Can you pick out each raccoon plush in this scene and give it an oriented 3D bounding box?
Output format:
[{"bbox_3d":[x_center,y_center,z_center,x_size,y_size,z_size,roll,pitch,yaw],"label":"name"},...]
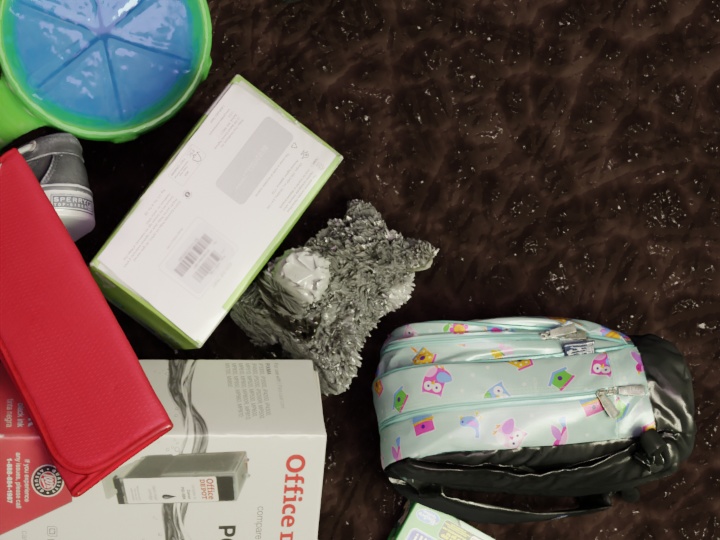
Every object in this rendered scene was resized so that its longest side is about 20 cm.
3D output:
[{"bbox_3d":[0.000,0.000,1.203,0.097,0.200,0.134,43,71,-3],"label":"raccoon plush"}]

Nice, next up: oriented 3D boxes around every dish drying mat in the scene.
[{"bbox_3d":[-0.184,0.028,1.090,0.077,0.018,0.200,-36,69,13],"label":"dish drying mat"}]

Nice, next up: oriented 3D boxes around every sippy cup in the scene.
[{"bbox_3d":[-0.169,-0.145,1.219,0.178,0.130,0.140,-6,87,-10],"label":"sippy cup"}]

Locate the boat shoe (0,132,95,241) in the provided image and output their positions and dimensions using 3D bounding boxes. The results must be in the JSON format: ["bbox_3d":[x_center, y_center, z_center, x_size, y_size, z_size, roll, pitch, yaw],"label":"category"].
[{"bbox_3d":[-0.246,-0.033,1.191,0.072,0.200,0.068,11,64,-45],"label":"boat shoe"}]

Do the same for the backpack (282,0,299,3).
[{"bbox_3d":[0.007,-0.303,1.236,0.147,0.183,0.200,-18,89,-33],"label":"backpack"}]

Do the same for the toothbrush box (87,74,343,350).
[{"bbox_3d":[-0.099,-0.030,1.189,0.086,0.200,0.146,38,81,-7],"label":"toothbrush box"}]

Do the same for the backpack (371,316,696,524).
[{"bbox_3d":[0.108,0.095,1.253,0.200,0.167,0.127,-1,68,-6],"label":"backpack"}]

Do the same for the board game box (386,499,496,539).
[{"bbox_3d":[0.091,0.262,1.294,0.200,0.029,0.135,29,82,-7],"label":"board game box"}]

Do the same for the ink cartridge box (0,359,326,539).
[{"bbox_3d":[-0.126,0.136,1.164,0.200,0.083,0.147,0,121,-9],"label":"ink cartridge box"}]
